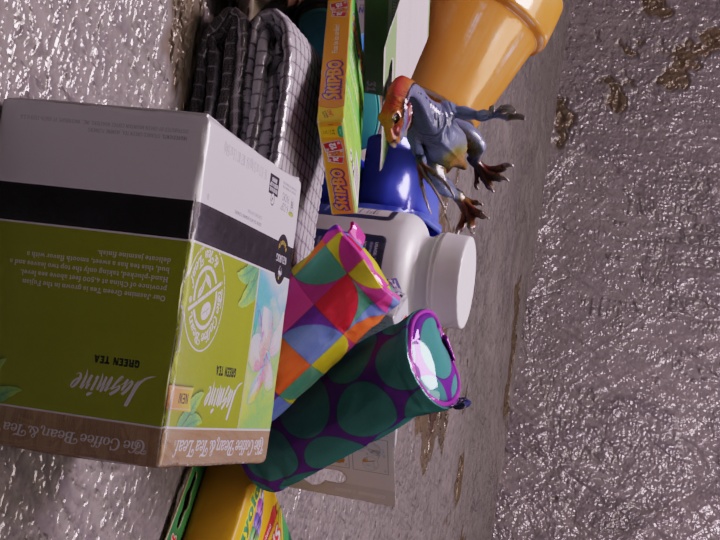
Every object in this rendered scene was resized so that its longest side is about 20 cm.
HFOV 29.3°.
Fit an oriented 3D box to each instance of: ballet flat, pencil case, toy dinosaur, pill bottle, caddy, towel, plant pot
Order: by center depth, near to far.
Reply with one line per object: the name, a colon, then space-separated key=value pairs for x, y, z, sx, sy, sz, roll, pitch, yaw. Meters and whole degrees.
pencil case: x=-0.058 y=0.054 z=1.083 sx=0.200 sy=0.089 sz=0.088 roll=-42 pitch=163 yaw=2
towel: x=-0.083 y=-0.094 z=1.119 sx=0.166 sy=0.084 sz=0.203 roll=42 pitch=54 yaw=-75
pencil case: x=-0.010 y=0.110 z=1.133 sx=0.092 sy=0.199 sz=0.086 roll=0 pitch=65 yaw=-60
toy dinosaur: x=0.059 y=-0.111 z=1.233 sx=0.105 sy=0.199 sz=0.181 roll=-52 pitch=125 yaw=-10
pill bottle: x=0.000 y=0.000 z=1.243 sx=0.111 sy=0.197 sz=0.113 roll=7 pitch=90 yaw=-75
ballet flat: x=-0.020 y=-0.207 z=1.350 sx=0.201 sy=0.072 sz=0.074 roll=68 pitch=31 yaw=-49
caddy: x=0.007 y=-0.069 z=1.368 sx=0.200 sy=0.139 sz=0.107 roll=25 pitch=69 yaw=-74
plant pot: x=0.120 y=-0.276 z=1.666 sx=0.185 sy=0.198 sz=0.200 roll=-65 pitch=162 yaw=-10

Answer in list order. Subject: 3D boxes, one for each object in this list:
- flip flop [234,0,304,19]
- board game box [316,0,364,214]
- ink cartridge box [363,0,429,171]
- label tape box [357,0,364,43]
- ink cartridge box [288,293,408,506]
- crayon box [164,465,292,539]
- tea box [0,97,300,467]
flip flop: x=-0.064 y=-0.253 z=1.168 sx=0.200 sy=0.057 sz=0.082 roll=-39 pitch=133 yaw=-71
board game box: x=-0.014 y=-0.150 z=1.141 sx=0.201 sy=0.030 sz=0.096 roll=-84 pitch=169 yaw=-45
ink cartridge box: x=0.024 y=-0.211 z=1.240 sx=0.147 sy=0.047 sz=0.201 roll=91 pitch=15 yaw=-48
label tape box: x=0.030 y=-0.295 z=1.515 sx=0.143 sy=0.065 sz=0.203 roll=11 pitch=83 yaw=-76
ink cartridge box: x=-0.037 y=0.104 z=1.220 sx=0.050 sy=0.160 sz=0.202 roll=-60 pitch=153 yaw=-54
crayon box: x=-0.114 y=0.243 z=1.202 sx=0.201 sy=0.050 sz=0.128 roll=77 pitch=24 yaw=-52
tea box: x=-0.133 y=0.015 z=0.852 sx=0.200 sy=0.132 sz=0.200 roll=24 pitch=73 yaw=-75
